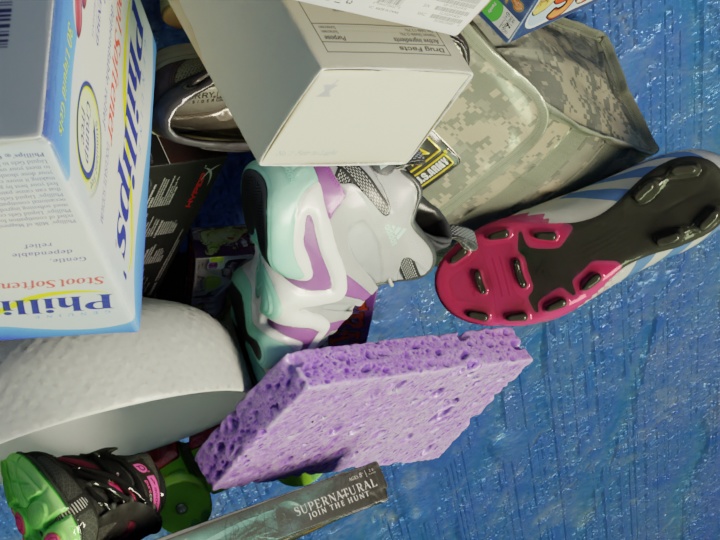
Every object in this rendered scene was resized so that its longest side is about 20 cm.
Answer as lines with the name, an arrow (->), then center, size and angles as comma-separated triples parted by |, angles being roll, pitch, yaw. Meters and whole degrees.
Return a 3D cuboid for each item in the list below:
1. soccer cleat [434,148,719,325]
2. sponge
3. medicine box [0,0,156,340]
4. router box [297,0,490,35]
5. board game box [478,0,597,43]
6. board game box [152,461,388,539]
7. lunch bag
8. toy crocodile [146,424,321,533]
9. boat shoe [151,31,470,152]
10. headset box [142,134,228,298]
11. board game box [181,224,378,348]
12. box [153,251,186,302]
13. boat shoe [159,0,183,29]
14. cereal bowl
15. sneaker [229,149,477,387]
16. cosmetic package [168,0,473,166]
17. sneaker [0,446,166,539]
soccer cleat -> 0.145, -0.019, 1.525 | 0.200, 0.070, 0.086 | -21, -177, 16
sponge -> 0.004, 0.083, 1.486 | 0.200, 0.030, 0.112 | -5, 146, -46
medicine box -> -0.173, -0.088, 1.226 | 0.103, 0.183, 0.200 | -3, 152, 7
router box -> -0.041, -0.207, 1.175 | 0.200, 0.180, 0.049 | 5, 138, -47
board game box -> 0.162, -0.216, 1.430 | 0.200, 0.034, 0.135 | -29, 160, -44
board game box -> -0.096, 0.168, 1.470 | 0.200, 0.028, 0.135 | -17, 172, -37
lunch bag -> 0.059, -0.089, 1.525 | 0.164, 0.118, 0.200 | -37, 148, 28
toy crocodile -> -0.084, 0.114, 1.566 | 0.200, 0.068, 0.062 | -23, 112, 0
boat shoe -> -0.028, -0.100, 1.371 | 0.199, 0.065, 0.072 | -7, 121, -17
headset box -> -0.198, -0.038, 1.422 | 0.200, 0.077, 0.149 | -8, 148, -31
board game box -> -0.054, 0.036, 1.551 | 0.120, 0.032, 0.200 | -8, 147, -13
box -> -0.194, 0.057, 1.592 | 0.200, 0.075, 0.100 | -9, 146, -29
boat shoe -> -0.022, -0.177, 1.381 | 0.200, 0.063, 0.073 | -12, 174, -23
cereal bowl -> -0.168, 0.063, 1.451 | 0.200, 0.084, 0.200 | -16, 169, -3
sneaker -> 0.000, 0.000, 1.430 | 0.140, 0.078, 0.200 | -11, 149, -15
cosmetic package -> -0.039, -0.150, 1.246 | 0.103, 0.200, 0.073 | -1, 142, -40
sneaker -> -0.157, 0.129, 1.417 | 0.084, 0.077, 0.200 | -21, 179, -2
